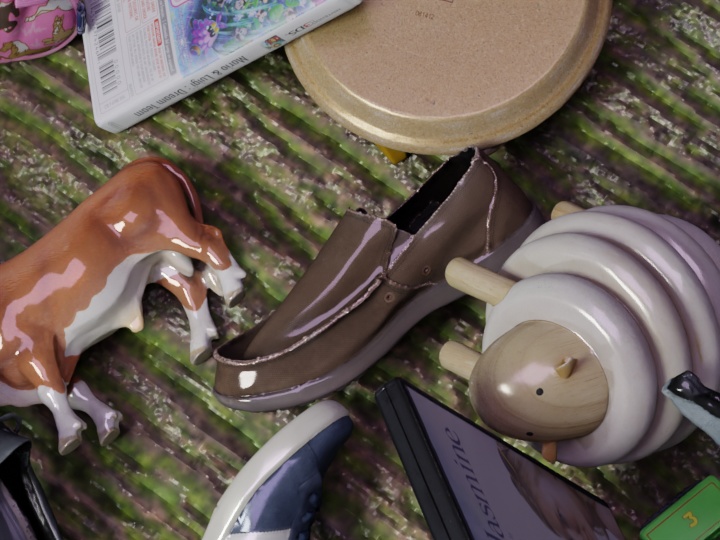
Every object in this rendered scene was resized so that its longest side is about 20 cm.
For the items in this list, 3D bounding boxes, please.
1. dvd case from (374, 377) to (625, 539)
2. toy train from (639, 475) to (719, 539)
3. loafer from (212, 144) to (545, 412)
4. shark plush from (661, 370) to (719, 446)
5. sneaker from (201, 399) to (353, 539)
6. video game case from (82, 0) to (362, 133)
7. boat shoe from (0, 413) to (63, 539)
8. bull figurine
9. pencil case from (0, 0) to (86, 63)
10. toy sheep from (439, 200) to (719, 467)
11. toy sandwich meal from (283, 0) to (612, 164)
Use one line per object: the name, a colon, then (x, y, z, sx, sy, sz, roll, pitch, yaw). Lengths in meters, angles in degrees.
dvd case: (0.088, 0.137, 0.863, 0.017, 0.200, 0.143, -37, 51, 17)
toy train: (0.224, 0.094, 0.960, 0.199, 0.042, 0.056, -38, 59, -8)
loafer: (0.000, 0.000, 0.994, 0.199, 0.073, 0.071, -34, 111, -15)
shark plush: (0.211, 0.128, 0.886, 0.083, 0.200, 0.091, -39, 27, 9)
sneaker: (-0.047, 0.163, 0.951, 0.084, 0.075, 0.201, 32, 83, 12)
video game case: (-0.090, -0.202, 1.073, 0.181, 0.024, 0.202, -24, 65, 29)
boat shoe: (-0.187, 0.103, 0.943, 0.066, 0.074, 0.201, -17, 96, 30)
bull figurine: (-0.155, 0.026, 1.017, 0.200, 0.065, 0.121, -43, 74, -7)
pencil case: (-0.215, -0.220, 1.105, 0.086, 0.083, 0.202, -20, 66, 9)
toy sheep: (0.124, 0.028, 0.946, 0.138, 0.139, 0.199, 42, 47, 19)
toy sandwich meal: (0.044, -0.151, 1.061, 0.203, 0.070, 0.208, -2, 72, 6)
